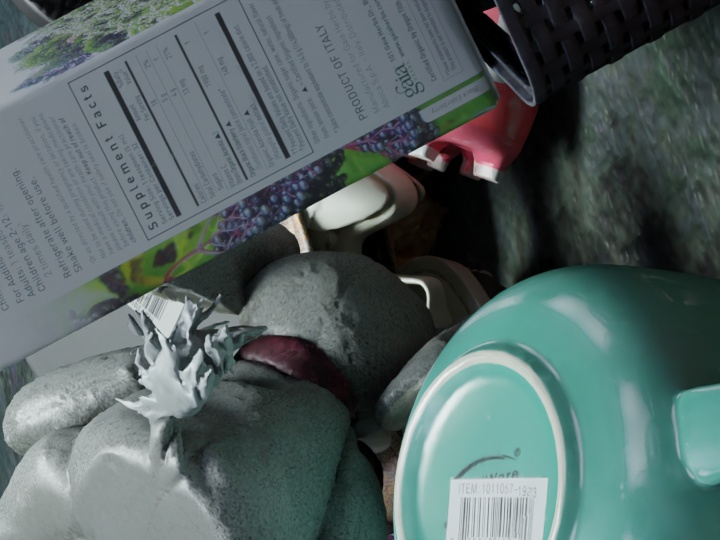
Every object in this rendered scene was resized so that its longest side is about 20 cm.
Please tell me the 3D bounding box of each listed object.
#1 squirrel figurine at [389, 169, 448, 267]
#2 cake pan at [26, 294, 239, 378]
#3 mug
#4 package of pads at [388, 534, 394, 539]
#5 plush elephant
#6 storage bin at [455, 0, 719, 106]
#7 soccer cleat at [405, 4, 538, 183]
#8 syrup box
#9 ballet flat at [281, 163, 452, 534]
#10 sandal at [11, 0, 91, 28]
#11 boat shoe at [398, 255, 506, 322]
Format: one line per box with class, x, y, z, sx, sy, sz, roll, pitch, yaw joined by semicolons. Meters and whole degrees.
squirrel figurine;-0.034;0.022;1.340;0.187;0.141;0.200;63;160;24
cake pan;-0.078;0.002;1.273;0.200;0.037;0.201;13;114;32
mug;0.088;0.063;0.956;0.185;0.114;0.152;-60;40;28
package of pads;-0.010;0.209;1.132;0.120;0.075;0.201;-38;41;52
plush elephant;-0.032;0.058;1.065;0.164;0.155;0.201;34;134;21
storage bin;0.041;-0.170;0.944;0.201;0.093;0.135;63;175;-27
soccer cleat;0.027;-0.082;1.223;0.200;0.066;0.077;-154;84;-74
syrup box;-0.065;-0.049;0.992;0.082;0.199;0.079;63;175;-18
ballet flat;0.000;0.000;1.166;0.067;0.068;0.201;-22;82;37
sandal;-0.059;-0.115;1.217;0.045;0.199;0.075;-35;69;51
boat shoe;0.072;0.083;1.176;0.072;0.060;0.202;-38;62;28
